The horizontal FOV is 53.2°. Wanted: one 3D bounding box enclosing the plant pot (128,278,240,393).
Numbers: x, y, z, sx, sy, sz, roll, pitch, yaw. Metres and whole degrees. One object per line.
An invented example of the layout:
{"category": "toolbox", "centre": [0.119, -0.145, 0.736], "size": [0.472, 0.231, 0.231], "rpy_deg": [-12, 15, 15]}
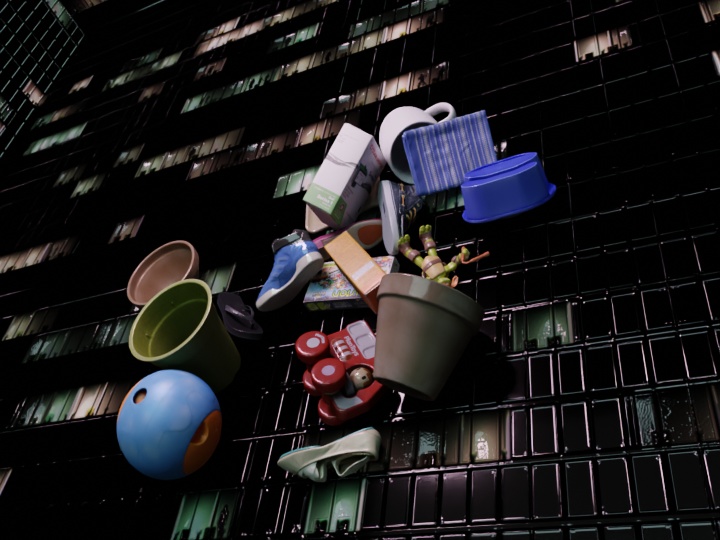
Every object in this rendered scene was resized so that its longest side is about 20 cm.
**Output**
{"category": "plant pot", "centre": [-0.346, 0.159, 1.502], "size": [0.195, 0.192, 0.203], "rpy_deg": [-18, 42, 16]}

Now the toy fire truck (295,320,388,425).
{"category": "toy fire truck", "centre": [-0.022, 0.183, 1.345], "size": [0.164, 0.114, 0.201], "rpy_deg": [-21, 39, -15]}

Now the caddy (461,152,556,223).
{"category": "caddy", "centre": [0.296, -0.157, 1.461], "size": [0.195, 0.107, 0.142], "rpy_deg": [-15, 20, 21]}

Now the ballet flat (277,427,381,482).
{"category": "ballet flat", "centre": [-0.054, 0.331, 1.248], "size": [0.196, 0.070, 0.070], "rpy_deg": [-22, 41, 13]}

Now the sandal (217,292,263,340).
{"category": "sandal", "centre": [-0.274, 0.093, 1.601], "size": [0.200, 0.075, 0.044], "rpy_deg": [43, 121, 49]}

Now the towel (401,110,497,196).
{"category": "towel", "centre": [0.199, -0.257, 1.575], "size": [0.195, 0.149, 0.024], "rpy_deg": [-15, 1, -1]}

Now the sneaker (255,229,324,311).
{"category": "sneaker", "centre": [-0.171, -0.006, 1.585], "size": [0.200, 0.076, 0.113], "rpy_deg": [-43, 60, 26]}

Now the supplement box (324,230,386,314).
{"category": "supplement box", "centre": [0.000, 0.000, 1.472], "size": [0.068, 0.067, 0.200], "rpy_deg": [-38, 42, -6]}

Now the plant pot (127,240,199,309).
{"category": "plant pot", "centre": [-0.470, 0.033, 1.780], "size": [0.196, 0.093, 0.204], "rpy_deg": [-18, 42, 17]}

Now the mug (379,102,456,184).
{"category": "mug", "centre": [0.136, -0.321, 1.683], "size": [0.198, 0.149, 0.176], "rpy_deg": [-34, 31, 7]}

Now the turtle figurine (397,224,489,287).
{"category": "turtle figurine", "centre": [0.151, -0.014, 1.441], "size": [0.198, 0.065, 0.163], "rpy_deg": [-33, 53, 6]}

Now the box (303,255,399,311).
{"category": "box", "centre": [-0.019, 0.029, 1.534], "size": [0.195, 0.035, 0.112], "rpy_deg": [-6, 48, 29]}

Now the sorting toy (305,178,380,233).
{"category": "sorting toy", "centre": [-0.046, -0.191, 1.763], "size": [0.195, 0.037, 0.188], "rpy_deg": [-19, 43, 16]}

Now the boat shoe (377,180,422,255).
{"category": "boat shoe", "centre": [0.094, -0.118, 1.563], "size": [0.088, 0.072, 0.204], "rpy_deg": [3, 50, -11]}

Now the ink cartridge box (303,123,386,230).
{"category": "ink cartridge box", "centre": [-0.032, -0.205, 1.631], "size": [0.083, 0.146, 0.203], "rpy_deg": [26, 83, 21]}

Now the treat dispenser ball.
{"category": "treat dispenser ball", "centre": [-0.364, 0.294, 1.376], "size": [0.196, 0.203, 0.204], "rpy_deg": [-17, 43, 17]}

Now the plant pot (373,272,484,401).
{"category": "plant pot", "centre": [0.101, 0.125, 1.265], "size": [0.196, 0.199, 0.177], "rpy_deg": [9, 70, 38]}

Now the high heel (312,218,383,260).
{"category": "high heel", "centre": [-0.029, -0.077, 1.631], "size": [0.195, 0.069, 0.096], "rpy_deg": [-18, 18, -1]}
